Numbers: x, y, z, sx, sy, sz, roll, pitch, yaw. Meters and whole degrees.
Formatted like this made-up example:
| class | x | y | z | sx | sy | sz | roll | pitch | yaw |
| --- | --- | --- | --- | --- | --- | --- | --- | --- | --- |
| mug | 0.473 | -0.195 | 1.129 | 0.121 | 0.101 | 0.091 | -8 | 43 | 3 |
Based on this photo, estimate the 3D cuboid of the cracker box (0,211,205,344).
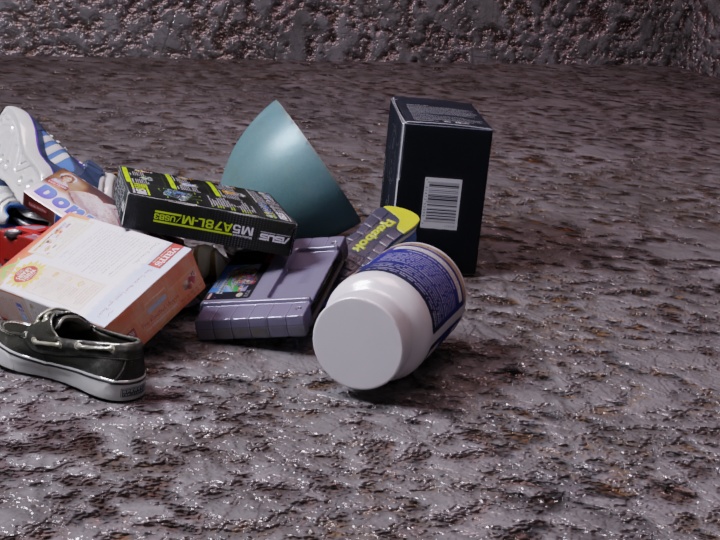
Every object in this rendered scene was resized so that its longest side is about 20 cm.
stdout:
| class | x | y | z | sx | sy | sz | roll | pitch | yaw |
| --- | --- | --- | --- | --- | --- | --- | --- | --- | --- |
| cracker box | -0.283 | 0.015 | 1.411 | 0.200 | 0.058 | 0.134 | 16 | 47 | 37 |

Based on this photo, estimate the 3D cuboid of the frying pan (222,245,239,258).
| class | x | y | z | sx | sy | sz | roll | pitch | yaw |
| --- | --- | --- | --- | --- | --- | --- | --- | --- | --- |
| frying pan | -0.084 | -0.019 | 1.706 | 0.190 | 0.031 | 0.115 | 2 | 16 | -19 |

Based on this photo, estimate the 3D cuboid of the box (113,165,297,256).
| class | x | y | z | sx | sy | sz | roll | pitch | yaw |
| --- | --- | --- | --- | --- | --- | --- | --- | --- | --- |
| box | -0.185 | -0.071 | 1.539 | 0.193 | 0.048 | 0.200 | 8 | 11 | -16 |

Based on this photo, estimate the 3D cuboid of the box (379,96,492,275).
| class | x | y | z | sx | sy | sz | roll | pitch | yaw |
| --- | --- | --- | --- | --- | --- | --- | --- | --- | --- |
| box | 0.095 | -0.117 | 1.784 | 0.124 | 0.200 | 0.197 | 4 | 17 | -6 |

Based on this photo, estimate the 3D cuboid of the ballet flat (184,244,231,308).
| class | x | y | z | sx | sy | sz | roll | pitch | yaw |
| --- | --- | --- | --- | --- | --- | --- | --- | --- | --- |
| ballet flat | -0.190 | 0.007 | 1.530 | 0.072 | 0.072 | 0.200 | 14 | 19 | 32 |

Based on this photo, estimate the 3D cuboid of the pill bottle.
| class | x | y | z | sx | sy | sz | roll | pitch | yaw |
| --- | --- | --- | --- | --- | --- | --- | --- | --- | --- |
| pill bottle | 0.030 | 0.046 | 1.358 | 0.116 | 0.116 | 0.200 | 9 | 17 | 17 |

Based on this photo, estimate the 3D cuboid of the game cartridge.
| class | x | y | z | sx | sy | sz | roll | pitch | yaw |
| --- | --- | --- | --- | --- | --- | --- | --- | --- | --- |
| game cartridge | -0.098 | 0.016 | 1.484 | 0.130 | 0.038 | 0.200 | 1 | 27 | 13 |

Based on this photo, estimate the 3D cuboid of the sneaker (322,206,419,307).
| class | x | y | z | sx | sy | sz | roll | pitch | yaw |
| --- | --- | --- | --- | --- | --- | --- | --- | --- | --- |
| sneaker | 0.000 | 0.000 | 1.606 | 0.074 | 0.082 | 0.200 | 32 | 48 | 31 |

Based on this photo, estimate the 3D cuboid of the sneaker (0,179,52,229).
| class | x | y | z | sx | sy | sz | roll | pitch | yaw |
| --- | --- | --- | --- | --- | --- | --- | --- | --- | --- |
| sneaker | -0.439 | -0.086 | 1.809 | 0.200 | 0.081 | 0.146 | 4 | 28 | -47 |

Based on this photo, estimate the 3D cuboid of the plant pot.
| class | x | y | z | sx | sy | sz | roll | pitch | yaw |
| --- | --- | --- | --- | --- | --- | --- | --- | --- | --- |
| plant pot | -0.110 | -0.109 | 1.788 | 0.135 | 0.200 | 0.200 | -35 | 21 | 0 |

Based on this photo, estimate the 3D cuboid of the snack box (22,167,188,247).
| class | x | y | z | sx | sy | sz | roll | pitch | yaw |
| --- | --- | --- | --- | --- | --- | --- | --- | --- | --- |
| snack box | -0.304 | -0.053 | 1.578 | 0.200 | 0.024 | 0.072 | 31 | 42 | 17 |

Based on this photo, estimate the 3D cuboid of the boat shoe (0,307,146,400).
| class | x | y | z | sx | sy | sz | roll | pitch | yaw |
| --- | --- | --- | --- | --- | --- | --- | --- | --- | --- |
| boat shoe | -0.287 | 0.070 | 1.297 | 0.200 | 0.064 | 0.071 | 13 | 19 | 29 |

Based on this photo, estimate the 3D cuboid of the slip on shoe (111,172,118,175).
| class | x | y | z | sx | sy | sz | roll | pitch | yaw |
| --- | --- | --- | --- | --- | --- | --- | --- | --- | --- |
| slip on shoe | -0.342 | -0.086 | 1.825 | 0.076 | 0.061 | 0.200 | 4 | 16 | 0 |

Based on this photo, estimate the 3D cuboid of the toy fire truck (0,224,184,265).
| class | x | y | z | sx | sy | sz | roll | pitch | yaw |
| --- | --- | --- | --- | --- | --- | --- | --- | --- | --- |
| toy fire truck | -0.332 | -0.023 | 1.632 | 0.200 | 0.049 | 0.141 | 14 | 18 | 33 |

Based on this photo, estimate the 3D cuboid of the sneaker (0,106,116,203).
| class | x | y | z | sx | sy | sz | roll | pitch | yaw |
| --- | --- | --- | --- | --- | --- | --- | --- | --- | --- |
| sneaker | -0.392 | -0.127 | 1.738 | 0.146 | 0.081 | 0.200 | 19 | 24 | -43 |
